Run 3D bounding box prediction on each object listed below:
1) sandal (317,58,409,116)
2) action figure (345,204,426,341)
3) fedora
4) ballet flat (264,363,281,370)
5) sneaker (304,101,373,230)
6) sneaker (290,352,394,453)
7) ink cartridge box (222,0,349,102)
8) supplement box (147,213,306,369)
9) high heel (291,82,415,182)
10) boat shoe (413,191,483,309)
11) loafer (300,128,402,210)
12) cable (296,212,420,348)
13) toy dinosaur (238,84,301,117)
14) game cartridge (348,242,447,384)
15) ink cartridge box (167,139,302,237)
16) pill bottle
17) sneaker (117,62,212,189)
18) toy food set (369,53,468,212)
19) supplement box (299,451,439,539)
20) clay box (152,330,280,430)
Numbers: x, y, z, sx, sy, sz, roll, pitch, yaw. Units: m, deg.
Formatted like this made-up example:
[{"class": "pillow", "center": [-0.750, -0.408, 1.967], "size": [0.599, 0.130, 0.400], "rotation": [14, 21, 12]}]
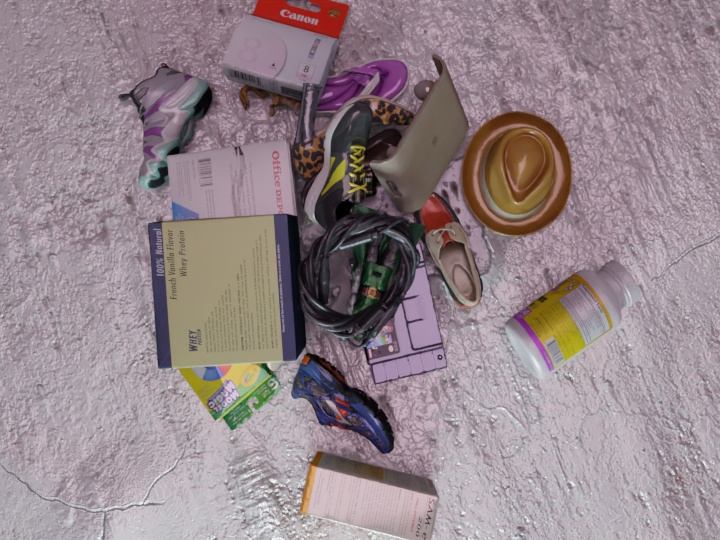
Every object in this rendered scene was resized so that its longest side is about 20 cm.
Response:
[{"class": "sandal", "center": [-0.014, -0.297, 1.165], "size": [0.197, 0.050, 0.085], "rotation": [-15, 85, 3]}, {"class": "action figure", "center": [0.024, 0.011, 1.109], "size": [0.115, 0.055, 0.206], "rotation": [15, 89, 0]}, {"class": "fedora", "center": [0.253, -0.159, 1.129], "size": [0.194, 0.082, 0.207], "rotation": [0, 86, 2]}, {"class": "ballet flat", "center": [-0.124, 0.054, 1.128], "size": [0.067, 0.069, 0.207], "rotation": [-4, 86, 1]}, {"class": "sneaker", "center": [-0.015, -0.144, 1.048], "size": [0.085, 0.073, 0.204], "rotation": [42, 126, 34]}, {"class": "sneaker", "center": [-0.028, 0.219, 1.121], "size": [0.199, 0.075, 0.079], "rotation": [40, 96, 12]}, {"class": "ink cartridge box", "center": [-0.116, -0.381, 1.149], "size": [0.158, 0.057, 0.205], "rotation": [15, 74, 3]}, {"class": "supplement box", "center": [-0.186, 0.026, 1.031], "size": [0.193, 0.134, 0.207], "rotation": [-4, 92, 2]}, {"class": "high heel", "center": [-0.009, -0.200, 1.108], "size": [0.194, 0.071, 0.147], "rotation": [7, 98, -17]}, {"class": "boat shoe", "center": [0.140, -0.036, 1.134], "size": [0.070, 0.063, 0.205], "rotation": [-22, 84, 2]}, {"class": "loafer", "center": [-0.006, -0.149, 1.133], "size": [0.197, 0.073, 0.072], "rotation": [-34, 63, -1]}, {"class": "cable", "center": [0.000, 0.000, 1.044], "size": [0.162, 0.051, 0.202], "rotation": [38, 89, -12]}, {"class": "toy dinosaur", "center": [-0.155, -0.315, 1.179], "size": [0.104, 0.061, 0.203], "rotation": [-28, 73, -12]}, {"class": "game cartridge", "center": [0.058, 0.069, 1.143], "size": [0.126, 0.038, 0.206], "rotation": [-12, 85, -4]}, {"class": "ink cartridge box", "center": [-0.197, -0.116, 1.139], "size": [0.194, 0.084, 0.149], "rotation": [-7, 86, 2]}, {"class": "pill bottle", "center": [0.328, 0.070, 1.098], "size": [0.197, 0.104, 0.106], "rotation": [-34, 85, -2]}, {"class": "sneaker", "center": [-0.344, -0.243, 1.164], "size": [0.137, 0.078, 0.204], "rotation": [26, 77, 5]}, {"class": "toy food set", "center": [0.092, -0.207, 1.100], "size": [0.059, 0.144, 0.203], "rotation": [24, 77, 31]}, {"class": "supplement box", "center": [0.015, 0.340, 1.075], "size": [0.194, 0.126, 0.076], "rotation": [13, 85, 4]}, {"class": "clay box", "center": [-0.226, 0.143, 1.137], "size": [0.114, 0.048, 0.201], "rotation": [-39, 84, -1]}]
